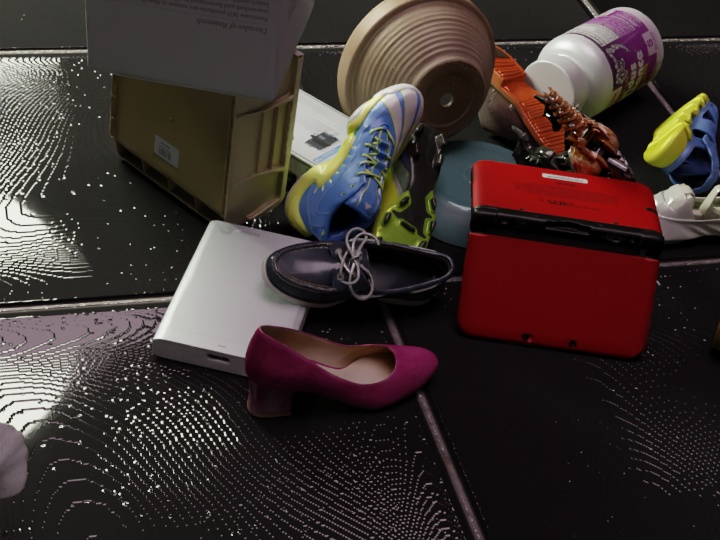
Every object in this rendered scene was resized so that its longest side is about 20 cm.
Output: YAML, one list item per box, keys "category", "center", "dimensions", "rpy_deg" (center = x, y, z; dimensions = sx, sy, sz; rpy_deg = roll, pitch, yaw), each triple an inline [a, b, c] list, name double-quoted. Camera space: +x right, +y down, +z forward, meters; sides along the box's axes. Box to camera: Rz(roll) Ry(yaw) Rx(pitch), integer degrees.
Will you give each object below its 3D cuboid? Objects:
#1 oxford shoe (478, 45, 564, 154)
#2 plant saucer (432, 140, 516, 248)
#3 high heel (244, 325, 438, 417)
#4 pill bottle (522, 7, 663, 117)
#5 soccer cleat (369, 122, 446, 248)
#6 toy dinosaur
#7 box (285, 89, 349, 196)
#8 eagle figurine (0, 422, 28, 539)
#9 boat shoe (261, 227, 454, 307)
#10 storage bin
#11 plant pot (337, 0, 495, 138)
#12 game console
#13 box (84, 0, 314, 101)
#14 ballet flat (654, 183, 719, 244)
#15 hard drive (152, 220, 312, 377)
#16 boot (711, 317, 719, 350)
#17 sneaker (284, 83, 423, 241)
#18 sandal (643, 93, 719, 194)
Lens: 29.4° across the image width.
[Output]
- category: "oxford shoe"
  center: [0.196, -0.185, 1.696]
  dimensions: [0.071, 0.073, 0.201]
  rpy_deg: [-10, 58, -42]
- category: "plant saucer"
  center: [0.134, -0.097, 1.588]
  dimensions: [0.198, 0.036, 0.201]
  rpy_deg: [6, 38, -5]
- category: "high heel"
  center: [-0.013, 0.077, 1.283]
  dimensions: [0.198, 0.096, 0.068]
  rpy_deg: [-5, 39, -18]
- category: "pill bottle"
  center: [0.295, -0.259, 1.764]
  dimensions: [0.112, 0.113, 0.200]
  rpy_deg: [32, 44, 27]
- category: "soccer cleat"
  center: [0.045, -0.071, 1.510]
  dimensions: [0.064, 0.084, 0.201]
  rpy_deg: [27, 58, -17]
- category: "toy dinosaur"
  center: [0.246, -0.138, 1.515]
  dimensions: [0.102, 0.201, 0.135]
  rpy_deg: [-37, 43, -25]
- category: "box"
  center: [-0.085, -0.153, 1.593]
  dimensions: [0.199, 0.060, 0.116]
  rpy_deg: [32, 43, 28]
- category: "eagle figurine"
  center: [-0.332, 0.211, 1.031]
  dimensions: [0.151, 0.152, 0.200]
  rpy_deg: [8, 25, -18]
- category: "boat shoe"
  center: [0.000, 0.000, 1.382]
  dimensions: [0.199, 0.062, 0.075]
  rpy_deg: [8, 64, -22]
- category: "storage bin"
  center: [-0.173, -0.177, 1.492]
  dimensions: [0.200, 0.200, 0.093]
  rpy_deg: [34, 43, 29]
- category: "plant pot"
  center: [0.081, -0.217, 1.589]
  dimensions: [0.199, 0.202, 0.093]
  rpy_deg: [-10, 38, -23]
- category: "game console"
  center: [0.205, -0.016, 1.440]
  dimensions: [0.198, 0.119, 0.173]
  rpy_deg: [9, 33, -2]
- category: "box"
  center: [-0.151, -0.302, 1.356]
  dimensions: [0.198, 0.172, 0.200]
  rpy_deg: [10, 40, 4]
- category: "ballet flat"
  center: [0.390, -0.071, 1.581]
  dimensions: [0.198, 0.070, 0.070]
  rpy_deg: [0, 38, -11]
- category: "hard drive"
  center: [-0.117, 0.027, 1.385]
  dimensions: [0.131, 0.026, 0.201]
  rpy_deg: [12, 38, 4]
- category: "boot"
  center: [0.477, 0.050, 1.440]
  dimensions: [0.154, 0.072, 0.200]
  rpy_deg: [29, 47, 24]
- category: "sneaker"
  center: [0.011, -0.103, 1.460]
  dimensions: [0.076, 0.200, 0.105]
  rpy_deg: [37, 7, -40]
- category: "sandal"
  center: [0.409, -0.152, 1.696]
  dimensions: [0.087, 0.079, 0.200]
  rpy_deg: [46, 37, -4]
